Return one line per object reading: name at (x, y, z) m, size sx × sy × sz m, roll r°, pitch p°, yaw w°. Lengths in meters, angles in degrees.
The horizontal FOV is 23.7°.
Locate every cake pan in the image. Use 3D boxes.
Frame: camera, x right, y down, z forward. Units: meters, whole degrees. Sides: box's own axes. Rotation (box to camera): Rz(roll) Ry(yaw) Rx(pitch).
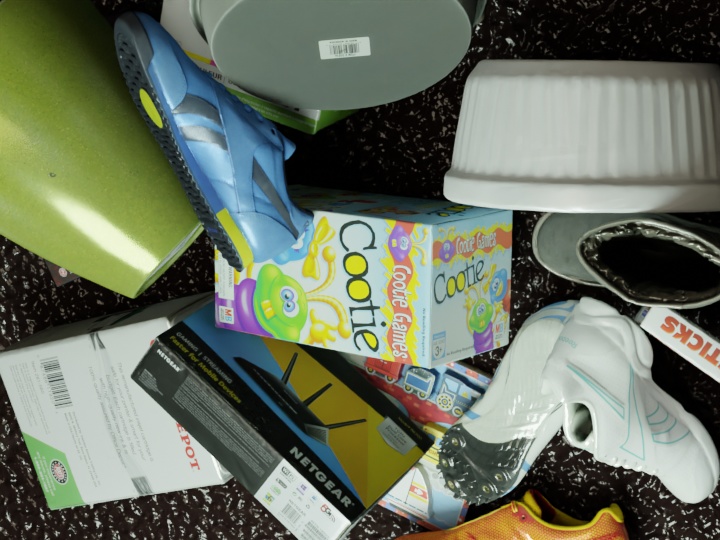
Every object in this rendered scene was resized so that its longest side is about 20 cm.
cake pan at (-0.013, -0.164, 1.135) m, size 0.200 × 0.200 × 0.037 m, roll -20°, pitch 61°, yaw 31°

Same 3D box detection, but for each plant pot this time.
plant pot at (-0.205, -0.082, 1.246) m, size 0.200 × 0.187 × 0.187 m, roll 43°, pitch 121°, yaw 0°

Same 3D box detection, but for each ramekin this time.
ramekin at (0.155, -0.091, 1.133) m, size 0.202 × 0.202 × 0.094 m, roll 4°, pitch 97°, yaw 26°

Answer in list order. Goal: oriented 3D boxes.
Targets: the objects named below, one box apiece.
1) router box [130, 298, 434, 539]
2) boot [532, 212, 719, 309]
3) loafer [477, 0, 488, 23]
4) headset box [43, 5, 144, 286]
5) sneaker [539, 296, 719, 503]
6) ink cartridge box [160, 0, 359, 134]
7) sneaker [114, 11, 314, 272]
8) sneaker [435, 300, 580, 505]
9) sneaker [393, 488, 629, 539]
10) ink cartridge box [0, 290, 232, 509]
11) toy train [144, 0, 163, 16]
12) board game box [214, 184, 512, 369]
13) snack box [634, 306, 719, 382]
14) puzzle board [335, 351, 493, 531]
router box at (-0.057, 0.107, 1.312) m, size 0.200 × 0.149 × 0.051 m, roll 43°, pitch 122°, yaw 8°
boot at (0.176, -0.009, 1.138) m, size 0.181 × 0.200 × 0.073 m, roll 5°, pitch 99°, yaw 24°
loafer at (0.010, -0.199, 1.165) m, size 0.072 × 0.200 × 0.063 m, roll 4°, pitch 99°, yaw 58°
headset box at (-0.215, -0.108, 1.382) m, size 0.149 × 0.077 × 0.200 m, roll -20°, pitch 99°, yaw 31°
sneaker at (0.185, 0.108, 1.211) m, size 0.070 × 0.080 × 0.200 m, roll 18°, pitch 153°, yaw 53°
ink cartridge box at (-0.061, -0.223, 1.262) m, size 0.148 × 0.076 × 0.200 m, roll 21°, pitch 117°, yaw 19°
sneaker at (-0.098, -0.098, 1.177) m, size 0.200 × 0.078 × 0.066 m, roll 62°, pitch 166°, yaw -21°
sneaker at (0.123, 0.103, 1.284) m, size 0.072 × 0.072 × 0.200 m, roll 45°, pitch 128°, yaw 19°
sneaker at (0.115, 0.209, 1.335) m, size 0.200 × 0.073 × 0.077 m, roll -6°, pitch 88°, yaw 22°
ink cartridge box at (-0.189, 0.109, 1.433) m, size 0.200 × 0.084 × 0.146 m, roll -12°, pitch 100°, yaw 33°
toy train at (-0.177, -0.283, 1.329) m, size 0.046 × 0.034 × 0.200 m, roll -24°, pitch 94°, yaw 19°
board game box at (0.000, 0.000, 1.262) m, size 0.200 × 0.105 × 0.103 m, roll 8°, pitch 103°, yaw 37°
snack box at (0.278, 0.084, 1.179) m, size 0.200 × 0.072 × 0.024 m, roll 35°, pitch 94°, yaw 4°
puzzle board at (0.009, 0.116, 1.378) m, size 0.200 × 0.017 × 0.151 m, roll 24°, pitch 116°, yaw 19°
